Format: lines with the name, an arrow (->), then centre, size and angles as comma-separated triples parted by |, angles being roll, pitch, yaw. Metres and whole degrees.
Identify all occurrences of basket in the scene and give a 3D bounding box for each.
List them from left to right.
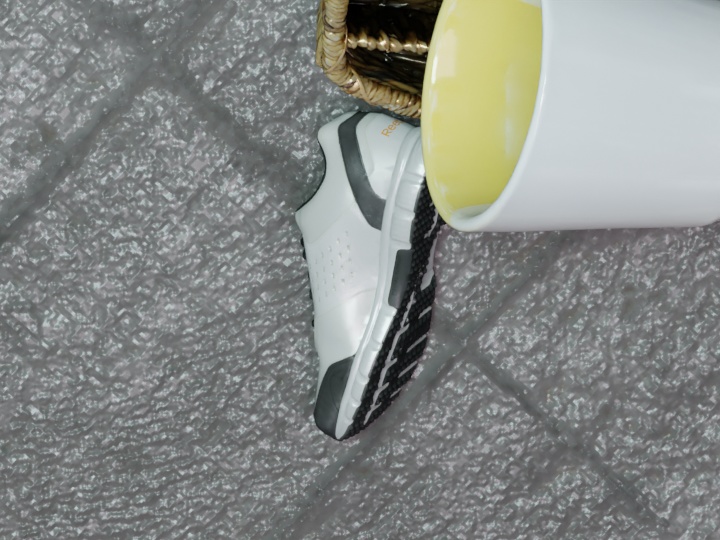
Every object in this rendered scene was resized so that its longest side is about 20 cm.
basket -> 0.077, -0.137, 1.532 | 0.199, 0.149, 0.144 | 6, 108, -7

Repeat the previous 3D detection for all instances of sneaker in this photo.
sneaker -> 0.000, 0.000, 1.625 | 0.080, 0.074, 0.201 | 22, 114, 19

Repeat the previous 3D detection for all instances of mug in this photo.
mug -> 0.122, -0.092, 1.458 | 0.152, 0.187, 0.150 | 7, 110, -21
